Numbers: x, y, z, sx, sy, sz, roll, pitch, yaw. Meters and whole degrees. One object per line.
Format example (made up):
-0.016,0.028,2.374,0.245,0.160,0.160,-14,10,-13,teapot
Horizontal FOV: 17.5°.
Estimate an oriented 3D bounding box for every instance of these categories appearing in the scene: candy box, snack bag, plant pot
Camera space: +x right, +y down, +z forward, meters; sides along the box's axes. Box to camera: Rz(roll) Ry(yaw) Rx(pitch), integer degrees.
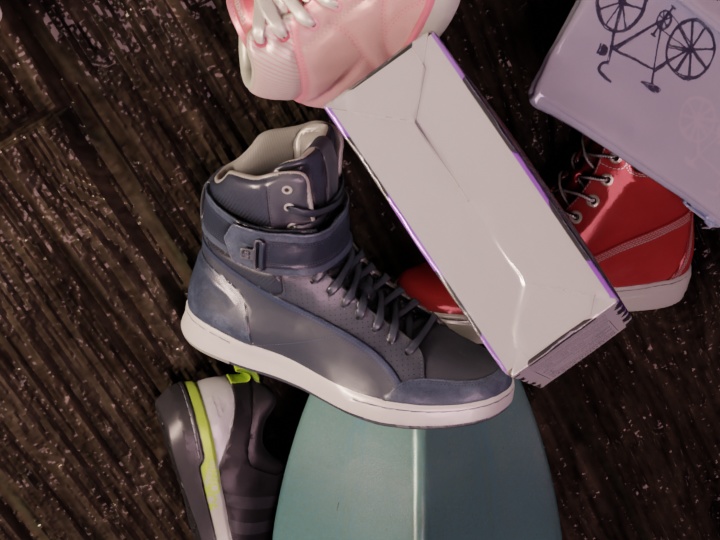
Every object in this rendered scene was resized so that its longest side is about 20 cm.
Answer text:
0.069,-0.027,1.251,0.071,0.168,0.200,-35,172,5,candy box
0.200,-0.142,1.331,0.188,0.021,0.201,29,92,-36,snack bag
0.036,0.155,1.425,0.141,0.141,0.202,-15,112,-43,plant pot

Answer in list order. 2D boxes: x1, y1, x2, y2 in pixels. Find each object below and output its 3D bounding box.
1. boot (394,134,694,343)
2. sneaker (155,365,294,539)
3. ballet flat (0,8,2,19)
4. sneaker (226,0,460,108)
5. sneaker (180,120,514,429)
0.113,-0.038,1.384,0.198,0.073,0.145,-12,127,-21,boot
-0.065,0.142,1.443,0.082,0.072,0.201,-19,130,-9,sneaker
-0.190,-0.157,1.176,0.200,0.071,0.071,-44,129,13,ballet flat
-0.011,-0.151,1.216,0.104,0.076,0.201,2,148,-18,sneaker
-0.001,0.001,1.313,0.201,0.077,0.147,17,121,11,sneaker
